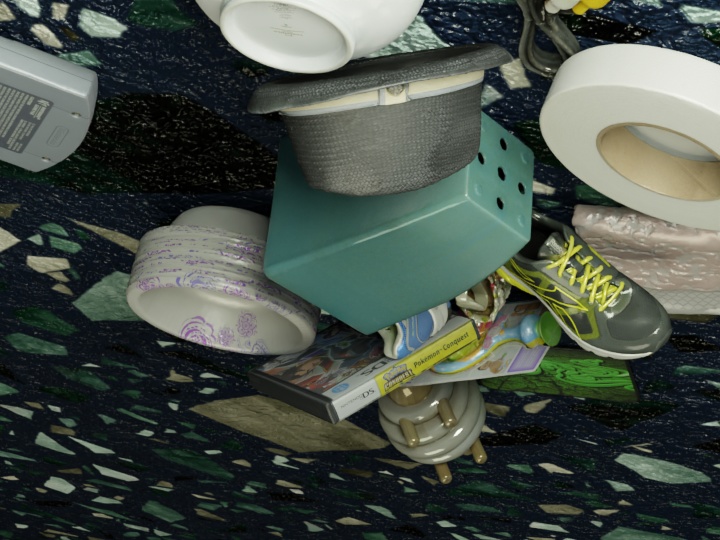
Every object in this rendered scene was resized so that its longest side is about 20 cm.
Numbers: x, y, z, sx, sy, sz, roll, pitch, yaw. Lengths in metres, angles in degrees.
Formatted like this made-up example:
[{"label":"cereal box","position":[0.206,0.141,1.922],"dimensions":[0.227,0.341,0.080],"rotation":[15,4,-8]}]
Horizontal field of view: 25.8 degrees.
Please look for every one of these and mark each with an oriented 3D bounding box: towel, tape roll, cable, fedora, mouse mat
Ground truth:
[{"label":"towel","position":[0.305,-0.005,1.462],"dimensions":[0.198,0.032,0.191],"rotation":[4,157,17]},{"label":"tape roll","position":[0.230,-0.094,1.157],"dimensions":[0.202,0.037,0.203],"rotation":[22,162,8]},{"label":"cable","position":[0.126,-0.179,1.102],"dimensions":[0.096,0.051,0.200],"rotation":[8,158,-2]},{"label":"fedora","position":[0.019,-0.107,1.159],"dimensions":[0.199,0.092,0.201],"rotation":[-9,-168,2]},{"label":"mouse mat","position":[0.221,0.118,1.838],"dimensions":[0.198,0.008,0.161],"rotation":[3,156,19]}]

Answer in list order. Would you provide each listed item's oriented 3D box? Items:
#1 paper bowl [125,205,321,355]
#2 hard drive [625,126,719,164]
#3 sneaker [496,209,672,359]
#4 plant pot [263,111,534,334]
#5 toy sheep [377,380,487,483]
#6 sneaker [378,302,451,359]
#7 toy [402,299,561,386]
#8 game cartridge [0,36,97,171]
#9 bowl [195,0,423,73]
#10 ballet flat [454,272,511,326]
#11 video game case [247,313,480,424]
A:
[{"label":"paper bowl","position":[-0.134,0.006,1.619],"dimensions":[0.199,0.105,0.201],"rotation":[10,158,4]},{"label":"hard drive","position":[0.276,-0.085,1.226],"dimensions":[0.199,0.026,0.132],"rotation":[22,161,14]},{"label":"sneaker","position":[0.189,0.009,1.415],"dimensions":[0.199,0.075,0.085],"rotation":[33,167,24]},{"label":"plant pot","position":[0.043,-0.054,1.344],"dimensions":[0.199,0.142,0.141],"rotation":[-17,145,38]},{"label":"toy sheep","position":[0.088,0.171,1.866],"dimensions":[0.137,0.139,0.200],"rotation":[0,144,28]},{"label":"sneaker","position":[0.000,0.000,1.513],"dimensions":[0.200,0.077,0.076],"rotation":[44,155,-7]},{"label":"toy","position":[0.118,0.062,1.642],"dimensions":[0.199,0.115,0.047],"rotation":[-6,126,41]},{"label":"game cartridge","position":[-0.312,-0.150,1.428],"dimensions":[0.132,0.042,0.200],"rotation":[16,158,-20]},{"label":"bowl","position":[-0.042,-0.199,1.093],"dimensions":[0.199,0.091,0.201],"rotation":[10,159,4]},{"label":"ballet flat","position":[0.100,-0.006,1.523],"dimensions":[0.075,0.064,0.200],"rotation":[1,155,28]},{"label":"video game case","position":[0.000,0.087,1.613],"dimensions":[0.200,0.180,0.026],"rotation":[13,129,62]}]
